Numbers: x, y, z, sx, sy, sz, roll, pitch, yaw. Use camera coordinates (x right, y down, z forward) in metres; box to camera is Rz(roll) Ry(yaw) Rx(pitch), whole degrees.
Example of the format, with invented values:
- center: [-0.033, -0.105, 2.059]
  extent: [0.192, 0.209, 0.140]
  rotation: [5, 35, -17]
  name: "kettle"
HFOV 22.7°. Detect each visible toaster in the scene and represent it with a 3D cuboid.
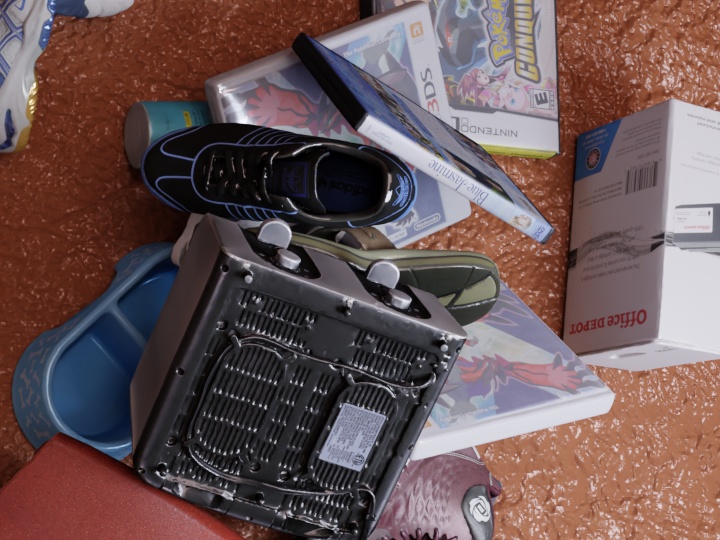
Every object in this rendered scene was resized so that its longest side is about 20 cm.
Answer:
- center: [-0.049, 0.079, 1.200]
  extent: [0.180, 0.119, 0.201]
  rotation: [19, 107, -17]
  name: "toaster"

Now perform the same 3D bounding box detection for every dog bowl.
- center: [-0.166, 0.060, 1.332]
  extent: [0.200, 0.050, 0.112]
  rotation: [-45, 102, -24]
  name: "dog bowl"

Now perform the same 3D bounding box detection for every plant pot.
- center: [-0.199, 0.227, 1.217]
  extent: [0.176, 0.200, 0.200]
  rotation: [45, 65, -3]
  name: "plant pot"

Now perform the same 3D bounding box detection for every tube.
- center: [-0.085, -0.103, 1.405]
  extent: [0.199, 0.050, 0.078]
  rotation: [-1, 92, -31]
  name: "tube"

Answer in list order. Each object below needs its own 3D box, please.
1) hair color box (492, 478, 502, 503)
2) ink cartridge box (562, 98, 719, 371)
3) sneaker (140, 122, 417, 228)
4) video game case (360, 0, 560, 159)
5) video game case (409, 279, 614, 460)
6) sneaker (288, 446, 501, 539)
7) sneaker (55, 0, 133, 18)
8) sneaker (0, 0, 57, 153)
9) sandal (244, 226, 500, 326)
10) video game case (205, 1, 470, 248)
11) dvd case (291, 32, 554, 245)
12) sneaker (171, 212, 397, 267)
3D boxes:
- center: [0.003, 0.156, 1.393]
  extent: [0.199, 0.060, 0.100]
  rotation: [36, 68, -16]
  name: "hair color box"
- center: [0.243, -0.024, 1.493]
  extent: [0.084, 0.144, 0.202]
  rotation: [11, 77, -24]
  name: "ink cartridge box"
- center: [-0.061, -0.067, 1.229]
  extent: [0.198, 0.078, 0.071]
  rotation: [4, 90, 9]
  name: "sneaker"
- center: [0.085, -0.200, 1.511]
  extent: [0.179, 0.025, 0.202]
  rotation: [4, 80, -25]
  name: "video game case"
- center: [0.068, 0.063, 1.379]
  extent: [0.199, 0.023, 0.182]
  rotation: [-9, 41, -36]
  name: "video game case"
- center: [0.032, 0.198, 1.316]
  extent: [0.200, 0.076, 0.116]
  rotation: [-40, 91, -26]
  name: "sneaker"
- center: [-0.218, -0.288, 1.354]
  extent: [0.146, 0.080, 0.202]
  rotation: [10, 74, -32]
  name: "sneaker"
- center: [-0.264, -0.176, 1.265]
  extent: [0.087, 0.075, 0.201]
  rotation: [9, 116, -16]
  name: "sneaker"
- center: [0.001, 0.001, 1.280]
  extent: [0.199, 0.080, 0.058]
  rotation: [6, 42, -18]
  name: "sandal"
- center: [-0.012, -0.093, 1.404]
  extent: [0.199, 0.023, 0.184]
  rotation: [-24, 113, -26]
  name: "video game case"
- center: [0.046, -0.098, 1.336]
  extent: [0.199, 0.143, 0.018]
  rotation: [28, 106, -35]
  name: "dvd case"
- center: [-0.055, 0.007, 1.330]
  extent: [0.199, 0.079, 0.130]
  rotation: [37, 82, -33]
  name: "sneaker"
